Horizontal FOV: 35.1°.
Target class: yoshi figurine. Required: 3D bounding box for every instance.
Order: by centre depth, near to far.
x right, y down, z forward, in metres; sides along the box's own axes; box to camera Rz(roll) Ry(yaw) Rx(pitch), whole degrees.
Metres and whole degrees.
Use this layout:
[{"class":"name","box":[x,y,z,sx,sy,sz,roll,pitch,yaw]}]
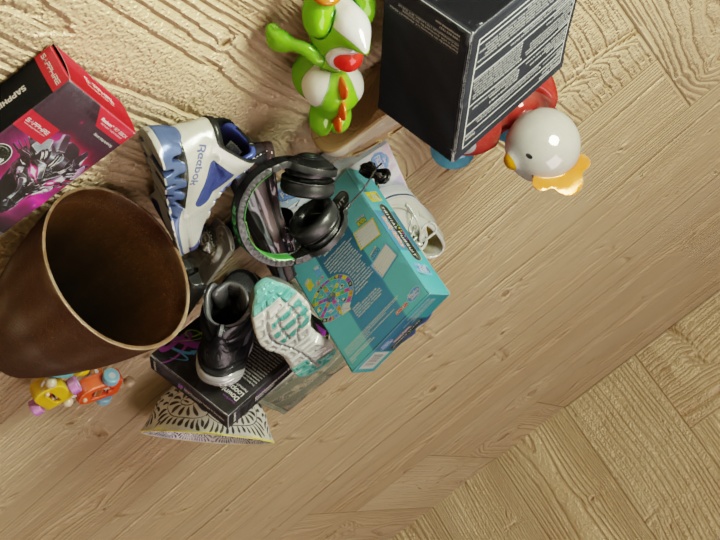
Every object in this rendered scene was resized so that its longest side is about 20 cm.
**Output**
[{"class":"yoshi figurine","box":[-0.035,-0.238,1.176,0.112,0.112,0.201,-66,169,-47]}]

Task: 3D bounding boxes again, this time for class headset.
[{"class":"headset","box":[-0.058,-0.083,1.315,0.199,0.094,0.124,-20,116,-18]}]

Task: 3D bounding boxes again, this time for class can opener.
[{"class":"can opener","box":[-0.203,0.009,1.452,0.067,0.053,0.200,-7,146,-44]}]

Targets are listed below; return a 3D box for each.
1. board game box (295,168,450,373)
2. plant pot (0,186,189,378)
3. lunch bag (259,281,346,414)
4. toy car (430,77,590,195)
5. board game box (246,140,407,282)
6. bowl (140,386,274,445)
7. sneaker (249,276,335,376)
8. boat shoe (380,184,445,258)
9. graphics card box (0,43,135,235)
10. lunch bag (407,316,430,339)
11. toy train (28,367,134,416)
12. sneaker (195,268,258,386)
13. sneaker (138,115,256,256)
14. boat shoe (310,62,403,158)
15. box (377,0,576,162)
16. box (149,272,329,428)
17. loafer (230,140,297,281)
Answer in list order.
[{"class":"board game box","box":[0.000,0.000,1.398,0.047,0.200,0.151,3,138,-51]},{"class":"plant pot","box":[-0.321,0.039,1.233,0.200,0.188,0.187,-31,161,33]},{"class":"lunch bag","box":[-0.117,0.111,1.681,0.164,0.118,0.200,-39,150,7]},{"class":"toy car","box":[0.200,-0.168,1.436,0.176,0.200,0.185,-26,155,-15]},{"class":"board game box","box":[-0.036,-0.085,1.493,0.199,0.043,0.200,-32,156,0]},{"class":"bowl","box":[-0.226,0.207,1.710,0.200,0.095,0.201,3,167,1]},{"class":"sneaker","box":[-0.100,0.056,1.400,0.077,0.091,0.200,-34,147,-7]},{"class":"boat shoe","box":[0.066,-0.050,1.528,0.075,0.086,0.202,-38,157,9]},{"class":"graphics card box","box":[-0.325,-0.112,1.070,0.200,0.051,0.125,-35,157,5]},{"class":"lunch bag","box":[0.034,0.036,1.702,0.136,0.133,0.200,-27,155,-13]},{"class":"toy train","box":[-0.360,0.120,1.471,0.150,0.056,0.200,-20,156,-31]},{"class":"sneaker","box":[-0.159,0.044,1.447,0.075,0.200,0.114,11,132,-2]},{"class":"sneaker","box":[-0.170,-0.101,1.249,0.115,0.081,0.200,-23,153,-17]},{"class":"boat shoe","box":[0.034,-0.199,1.341,0.199,0.074,0.069,-30,164,3]},{"class":"box","box":[0.125,-0.259,1.199,0.200,0.123,0.199,-41,156,-25]},{"class":"box","box":[-0.158,0.102,1.502,0.200,0.143,0.036,-39,152,-35]},{"class":"loafer","box":[-0.103,-0.065,1.352,0.063,0.072,0.200,-30,132,-12]}]
